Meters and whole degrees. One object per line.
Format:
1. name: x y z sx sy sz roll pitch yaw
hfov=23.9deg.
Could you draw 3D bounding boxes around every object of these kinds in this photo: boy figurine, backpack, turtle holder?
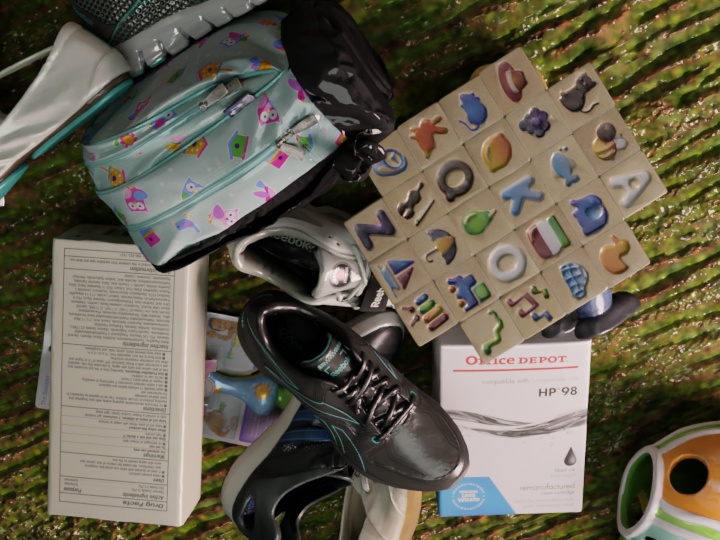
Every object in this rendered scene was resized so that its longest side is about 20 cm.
1. boy figurine: 0.121 -0.051 1.188 0.064 0.124 0.202 -30 103 -29
2. backpack: -0.082 -0.092 1.124 0.199 0.167 0.127 -31 102 12
3. turtle holder: 0.267 0.183 1.325 0.130 0.185 0.143 12 89 -10

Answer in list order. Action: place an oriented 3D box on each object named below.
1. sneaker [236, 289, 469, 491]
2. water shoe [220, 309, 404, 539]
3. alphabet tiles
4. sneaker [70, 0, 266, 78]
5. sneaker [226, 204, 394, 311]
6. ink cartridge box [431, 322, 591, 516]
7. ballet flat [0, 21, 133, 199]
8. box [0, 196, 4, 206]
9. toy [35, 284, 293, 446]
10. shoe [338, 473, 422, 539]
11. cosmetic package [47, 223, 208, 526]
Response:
1. sneaker: -0.007 0.087 1.201 0.199 0.079 0.076 36 80 3
2. water shoe: -0.019 0.123 1.273 0.201 0.079 0.071 -53 146 6
3. alphabet tiles: 0.095 -0.042 1.138 0.199 0.006 0.167 -32 91 15
4. sneaker: -0.108 -0.205 1.102 0.199 0.078 0.092 -29 114 13
5. sneaker: 0.000 0.000 1.201 0.197 0.089 0.075 9 113 3
6. ink cartridge box: 0.112 0.086 1.288 0.114 0.067 0.202 -2 121 0
7. ballet flat: -0.235 -0.087 1.117 0.200 0.070 0.069 -40 115 14
8. box: -0.343 -0.094 1.144 0.197 0.035 0.111 -4 107 -13
9. toy: -0.145 0.084 1.290 0.197 0.047 0.116 9 119 -8
10. shoe: 0.012 0.188 1.345 0.053 0.070 0.202 1 124 -12
11. cosmetic package: -0.166 0.073 1.223 0.102 0.073 0.203 5 101 6
